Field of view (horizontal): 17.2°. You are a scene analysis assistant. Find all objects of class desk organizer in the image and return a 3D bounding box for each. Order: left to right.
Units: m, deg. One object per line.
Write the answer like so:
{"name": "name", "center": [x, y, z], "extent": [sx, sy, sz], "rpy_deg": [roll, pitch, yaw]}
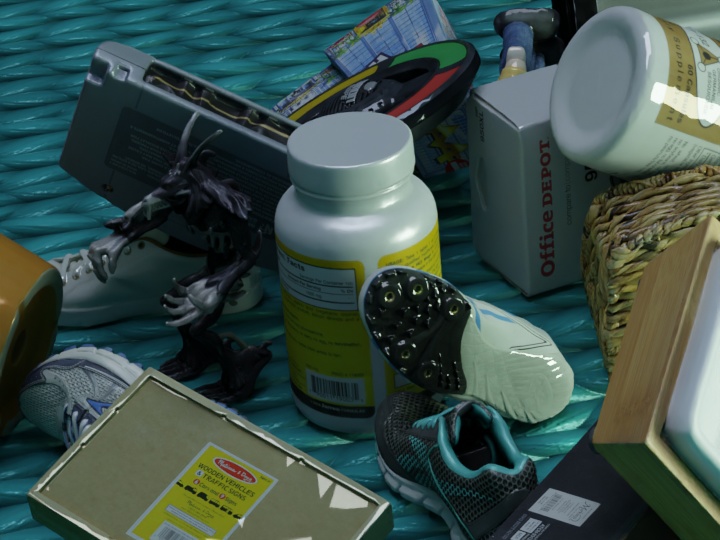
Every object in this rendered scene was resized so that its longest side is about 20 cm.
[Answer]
{"name": "desk organizer", "center": [0.156, 0.153, 1.446], "extent": [0.071, 0.078, 0.200], "rpy_deg": [13, 34, 30]}

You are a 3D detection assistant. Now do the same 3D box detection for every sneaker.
{"name": "sneaker", "center": [-0.161, 0.112, 1.577], "extent": [0.199, 0.078, 0.085], "rpy_deg": [15, 39, 33]}
{"name": "sneaker", "center": [-0.176, -0.011, 1.788], "extent": [0.198, 0.085, 0.073], "rpy_deg": [-5, 31, 2]}
{"name": "sneaker", "center": [0.062, 0.047, 1.580], "extent": [0.199, 0.072, 0.072], "rpy_deg": [29, 3, -42]}
{"name": "sneaker", "center": [0.067, 0.115, 1.514], "extent": [0.077, 0.092, 0.200], "rpy_deg": [-16, 31, -21]}

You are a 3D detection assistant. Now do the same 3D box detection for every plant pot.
{"name": "plant pot", "center": [-0.313, 0.030, 1.649], "extent": [0.182, 0.201, 0.200], "rpy_deg": [18, 33, 8]}

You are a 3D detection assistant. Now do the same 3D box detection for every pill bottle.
{"name": "pill bottle", "center": [0.000, 0.000, 1.618], "extent": [0.111, 0.201, 0.113], "rpy_deg": [-3, 29, 2]}
{"name": "pill bottle", "center": [0.243, -0.106, 1.691], "extent": [0.199, 0.115, 0.114], "rpy_deg": [16, 17, -31]}

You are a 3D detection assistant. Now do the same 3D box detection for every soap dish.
{"name": "soap dish", "center": [0.222, 0.091, 1.401], "extent": [0.081, 0.200, 0.158], "rpy_deg": [-9, 48, 39]}

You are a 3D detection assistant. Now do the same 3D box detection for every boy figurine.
{"name": "boy figurine", "center": [0.133, -0.123, 1.904], "extent": [0.064, 0.125, 0.201], "rpy_deg": [-6, 47, 9]}

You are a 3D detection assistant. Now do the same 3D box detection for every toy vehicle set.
{"name": "toy vehicle set", "center": [-0.094, 0.149, 1.476], "extent": [0.199, 0.027, 0.124], "rpy_deg": [27, 56, 27]}

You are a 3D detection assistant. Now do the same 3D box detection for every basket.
{"name": "basket", "center": [0.257, -0.018, 1.670], "extent": [0.198, 0.144, 0.149], "rpy_deg": [-4, 30, 1]}

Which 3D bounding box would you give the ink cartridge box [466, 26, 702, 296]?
{"name": "ink cartridge box", "center": [0.187, -0.083, 1.794], "extent": [0.199, 0.146, 0.084], "rpy_deg": [-17, 31, -20]}

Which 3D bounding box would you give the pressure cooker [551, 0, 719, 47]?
{"name": "pressure cooker", "center": [0.265, -0.227, 2.004], "extent": [0.198, 0.180, 0.176], "rpy_deg": [-7, 25, -2]}

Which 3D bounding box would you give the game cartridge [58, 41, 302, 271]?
{"name": "game cartridge", "center": [-0.112, -0.074, 1.694], "extent": [0.199, 0.134, 0.041], "rpy_deg": [25, 44, -3]}

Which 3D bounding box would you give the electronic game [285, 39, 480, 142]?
{"name": "electronic game", "center": [0.000, -0.117, 1.775], "extent": [0.199, 0.042, 0.200], "rpy_deg": [-26, 16, 8]}

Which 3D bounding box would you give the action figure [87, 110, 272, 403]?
{"name": "action figure", "center": [-0.120, -0.003, 1.642], "extent": [0.102, 0.201, 0.119], "rpy_deg": [-26, 35, -29]}

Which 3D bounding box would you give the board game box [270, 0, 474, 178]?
{"name": "board game box", "center": [0.019, -0.122, 1.898], "extent": [0.199, 0.062, 0.200], "rpy_deg": [-36, 32, -2]}
